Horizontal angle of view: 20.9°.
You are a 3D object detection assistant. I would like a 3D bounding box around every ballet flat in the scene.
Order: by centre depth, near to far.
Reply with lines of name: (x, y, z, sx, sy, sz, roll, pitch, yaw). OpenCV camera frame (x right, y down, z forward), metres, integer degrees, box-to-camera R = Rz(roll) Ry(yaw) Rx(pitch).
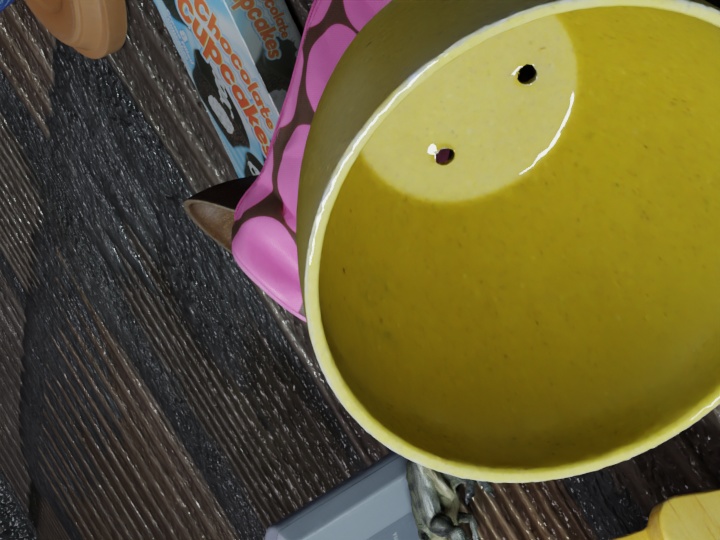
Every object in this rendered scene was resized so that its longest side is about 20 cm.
ballet flat: (0.065, -0.042, 0.910, 0.200, 0.072, 0.072, 25, 140, 56)

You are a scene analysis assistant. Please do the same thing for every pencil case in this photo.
pencil case: (0.000, -0.074, 0.863, 0.093, 0.091, 0.200, 23, 116, 7)

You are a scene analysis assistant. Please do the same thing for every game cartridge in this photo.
game cartridge: (0.003, 0.215, 1.289, 0.040, 0.133, 0.200, 36, 148, 42)

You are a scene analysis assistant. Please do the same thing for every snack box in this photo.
snack box: (-0.063, -0.112, 1.144, 0.200, 0.037, 0.116, 65, 160, -9)

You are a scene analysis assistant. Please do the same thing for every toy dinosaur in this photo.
toy dinosaur: (0.052, 0.132, 1.189, 0.088, 0.047, 0.200, 46, 153, 52)

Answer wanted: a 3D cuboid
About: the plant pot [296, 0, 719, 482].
plant pot: (0.059, -0.041, 0.752, 0.142, 0.200, 0.200, -118, 10, -55)

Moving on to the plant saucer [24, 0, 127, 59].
plant saucer: (-0.230, -0.242, 1.391, 0.200, 0.032, 0.201, 49, 157, 30)

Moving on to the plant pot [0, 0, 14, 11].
plant pot: (-0.252, -0.282, 1.168, 0.200, 0.180, 0.200, 49, 157, 28)

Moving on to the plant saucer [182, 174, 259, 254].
plant saucer: (0.000, 0.000, 1.041, 0.200, 0.037, 0.200, 28, 172, 4)

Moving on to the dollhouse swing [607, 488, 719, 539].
dollhouse swing: (0.123, 0.202, 0.911, 0.182, 0.176, 0.200, 58, 159, 9)
